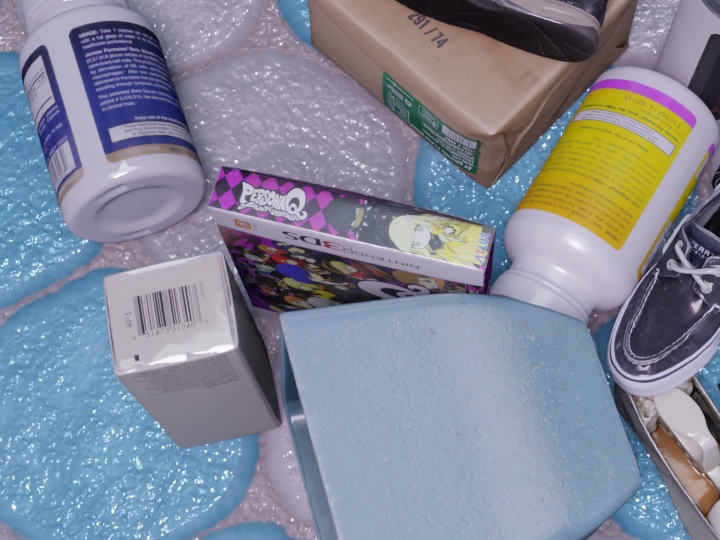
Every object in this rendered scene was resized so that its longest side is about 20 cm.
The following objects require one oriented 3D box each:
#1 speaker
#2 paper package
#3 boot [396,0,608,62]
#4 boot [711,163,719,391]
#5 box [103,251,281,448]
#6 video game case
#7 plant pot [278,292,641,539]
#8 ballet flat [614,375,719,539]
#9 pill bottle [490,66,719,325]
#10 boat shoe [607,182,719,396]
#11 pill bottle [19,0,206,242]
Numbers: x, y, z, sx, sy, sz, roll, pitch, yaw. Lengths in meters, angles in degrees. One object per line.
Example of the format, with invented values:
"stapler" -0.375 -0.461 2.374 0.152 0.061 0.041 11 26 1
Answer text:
"speaker" 0.262 -0.168 0.947 0.081 0.200 0.081 -1 75 3
"paper package" 0.087 -0.201 1.022 0.200 0.103 0.191 41 79 16
"boot" 0.101 -0.251 0.946 0.200 0.073 0.151 23 75 8
"boot" 0.302 0.022 0.943 0.154 0.074 0.204 -45 72 -9
"box" -0.109 0.059 0.886 0.082 0.200 0.069 -12 69 -1
"video game case" 0.000 0.000 0.902 0.181 0.200 0.036 14 72 8
"plant pot" 0.066 0.125 0.863 0.200 0.196 0.196 -13 69 -7
"ballet flat" 0.243 0.143 0.906 0.067 0.064 0.200 -31 71 -8
"pill bottle" 0.172 -0.043 0.957 0.104 0.104 0.200 30 74 13
"boat shoe" 0.237 -0.004 0.895 0.200 0.068 0.072 -47 59 -5
"pill bottle" -0.198 -0.133 1.011 0.111 0.111 0.200 -19 70 -3
